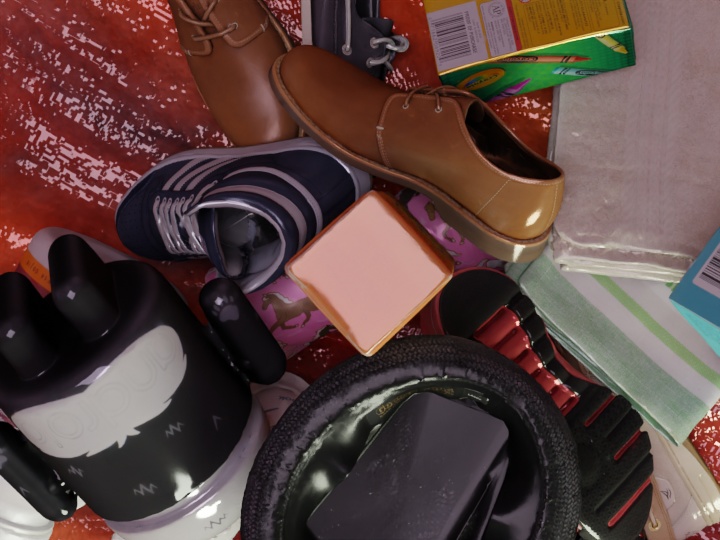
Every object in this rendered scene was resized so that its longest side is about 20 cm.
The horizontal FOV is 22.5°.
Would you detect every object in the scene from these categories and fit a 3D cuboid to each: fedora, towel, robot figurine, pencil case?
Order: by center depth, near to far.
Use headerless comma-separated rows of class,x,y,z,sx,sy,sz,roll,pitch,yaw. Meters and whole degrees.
fedora,0.028,0.130,1.047,0.200,0.092,0.201,0,95,-2
robot figurine,-0.137,0.074,1.072,0.150,0.125,0.200,-9,129,38
towel,0.184,-0.087,1.119,0.132,0.034,0.201,8,70,0
towel,0.202,-0.014,1.131,0.152,0.023,0.200,42,74,5
pencil case,0.000,0.000,1.163,0.200,0.087,0.083,-24,112,7

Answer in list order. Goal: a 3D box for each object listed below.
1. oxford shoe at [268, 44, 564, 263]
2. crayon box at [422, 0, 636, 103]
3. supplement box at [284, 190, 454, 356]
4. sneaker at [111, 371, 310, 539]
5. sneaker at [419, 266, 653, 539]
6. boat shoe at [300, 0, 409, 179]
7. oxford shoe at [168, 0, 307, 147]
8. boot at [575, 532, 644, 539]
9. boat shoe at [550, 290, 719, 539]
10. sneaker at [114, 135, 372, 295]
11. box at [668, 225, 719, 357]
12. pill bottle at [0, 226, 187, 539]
oxford shoe,0.037,-0.088,1.081,0.200,0.071,0.071,31,132,10
crayon box,0.089,-0.211,1.116,0.118,0.058,0.201,-13,71,7
supplement box,0.009,-0.003,1.017,0.069,0.200,0.067,-43,90,2
sneaker,-0.105,0.151,1.187,0.074,0.087,0.200,37,99,-5
sneaker,0.108,0.084,1.122,0.074,0.087,0.200,-37,94,-19
boat shoe,-0.003,-0.151,1.159,0.063,0.073,0.201,-8,89,10
oxford shoe,-0.093,-0.158,1.158,0.071,0.071,0.201,-22,92,17
boot,0.203,0.255,1.160,0.076,0.200,0.168,-41,54,-11
boat shoe,0.157,0.091,1.160,0.069,0.074,0.200,-35,91,2
sneaker,-0.098,-0.028,1.127,0.200,0.109,0.070,-11,113,36
box,0.259,0.034,1.082,0.049,0.200,0.082,33,85,39
pill bottle,-0.204,0.083,1.179,0.113,0.113,0.200,29,97,3
